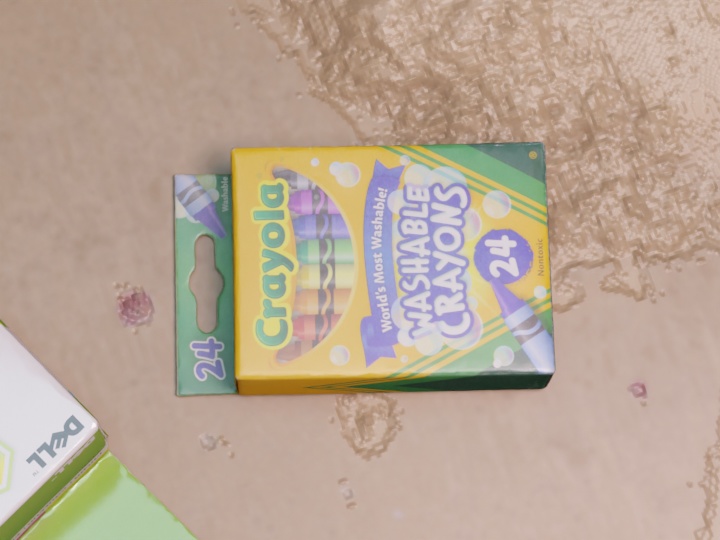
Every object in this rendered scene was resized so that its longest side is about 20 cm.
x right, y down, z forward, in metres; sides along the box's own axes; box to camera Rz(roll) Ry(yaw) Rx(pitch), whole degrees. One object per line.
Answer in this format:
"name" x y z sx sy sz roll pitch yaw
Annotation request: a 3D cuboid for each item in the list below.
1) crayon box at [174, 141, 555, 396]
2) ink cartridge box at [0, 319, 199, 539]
"crayon box" 0.000 0.000 1.247 0.199 0.052 0.126 -2 77 -2
"ink cartridge box" -0.180 0.133 1.197 0.200 0.076 0.148 44 79 9
